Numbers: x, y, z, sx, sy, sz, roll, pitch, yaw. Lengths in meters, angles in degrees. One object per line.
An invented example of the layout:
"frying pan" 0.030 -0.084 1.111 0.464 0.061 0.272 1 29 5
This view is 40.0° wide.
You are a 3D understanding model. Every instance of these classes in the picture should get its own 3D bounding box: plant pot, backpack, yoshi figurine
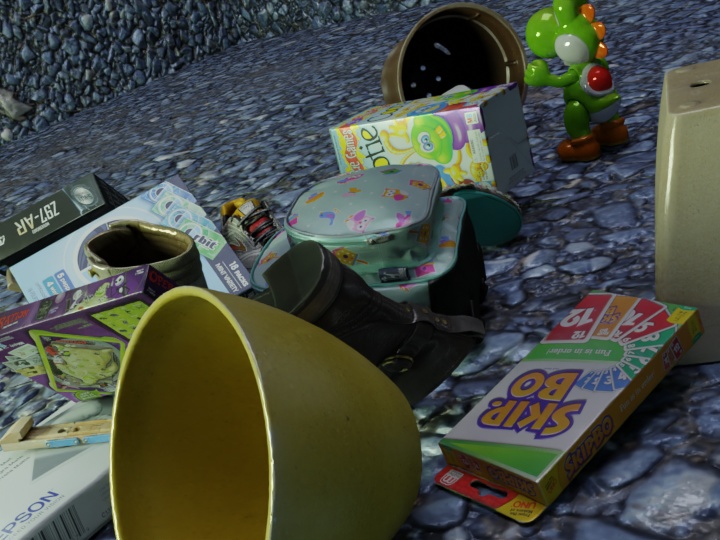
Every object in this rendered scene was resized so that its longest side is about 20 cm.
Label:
"plant pot" 0.126 -0.287 1.487 0.197 0.204 0.198 -20 12 -9
"backpack" 0.000 0.000 0.874 0.197 0.155 0.177 -15 25 17
"plant pot" 0.310 -0.065 0.748 0.196 0.180 0.200 -10 21 21
"plant pot" -0.046 0.114 0.592 0.140 0.204 0.199 3 5 -37
"yoshi figurine" 0.260 -0.245 1.227 0.110 0.203 0.113 -11 21 17

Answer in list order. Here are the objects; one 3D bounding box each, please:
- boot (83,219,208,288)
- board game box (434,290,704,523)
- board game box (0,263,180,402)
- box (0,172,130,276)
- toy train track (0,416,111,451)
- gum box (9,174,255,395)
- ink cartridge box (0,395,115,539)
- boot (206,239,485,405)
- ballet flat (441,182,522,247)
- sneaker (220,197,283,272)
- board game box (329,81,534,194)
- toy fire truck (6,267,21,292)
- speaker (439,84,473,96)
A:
"boot" -0.206 0.031 0.850 0.196 0.156 0.073 -1 45 18
"board game box" 0.139 0.085 0.675 0.200 0.030 0.095 -42 29 -25
"board game box" -0.198 0.056 0.781 0.197 0.120 0.033 -15 49 31
"box" -0.352 -0.038 1.220 0.158 0.044 0.200 -28 -14 1
"toy train track" -0.194 0.114 0.780 0.196 0.033 0.115 -8 22 12
"gum box" -0.225 0.016 0.995 0.198 0.045 0.170 -32 61 -15
"ink cartridge box" -0.263 0.167 0.802 0.197 0.041 0.199 -1 25 37
"boot" -0.026 0.071 0.721 0.199 0.173 0.070 -34 46 28
"ballet flat" 0.073 -0.060 1.015 0.197 0.077 0.064 -2 25 -26
"sneaker" -0.124 -0.036 1.165 0.077 0.083 0.199 -24 22 -21
"board game box" 0.080 -0.138 1.124 0.197 0.105 0.105 -4 20 35
"toy fire truck" -0.290 0.016 1.130 0.198 0.130 0.176 -30 21 -1
"speaker" 0.075 -0.170 1.326 0.198 0.082 0.081 -33 24 -21
